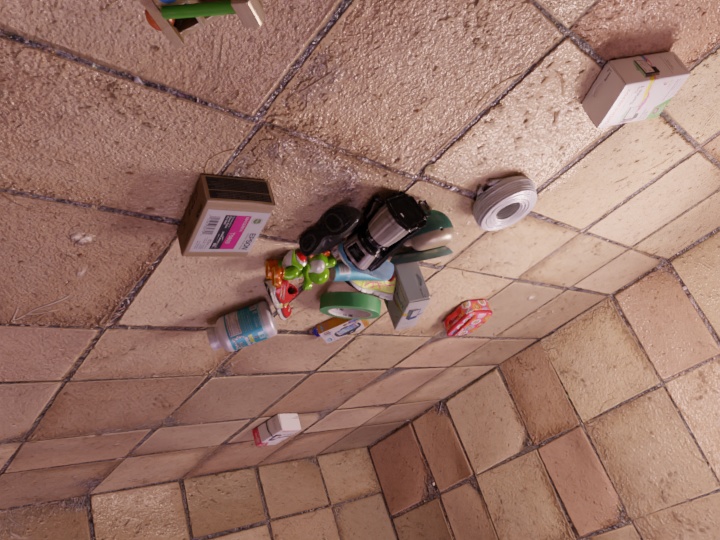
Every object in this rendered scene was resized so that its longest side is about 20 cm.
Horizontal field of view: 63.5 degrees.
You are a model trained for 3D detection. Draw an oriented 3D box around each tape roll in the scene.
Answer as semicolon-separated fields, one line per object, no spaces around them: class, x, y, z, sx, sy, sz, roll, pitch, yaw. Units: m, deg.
tape roll;-0.032;0.114;1.864;0.196;0.049;0.201;5;164;1

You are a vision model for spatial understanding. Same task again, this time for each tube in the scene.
tube;0.000;0.000;1.759;0.196;0.050;0.079;-4;104;-29

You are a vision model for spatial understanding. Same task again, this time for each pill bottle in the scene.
pill bottle;-0.358;0.174;1.749;0.196;0.112;0.111;-20;154;-4

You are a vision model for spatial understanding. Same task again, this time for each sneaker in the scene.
sneaker;0.032;0.028;1.834;0.197;0.078;0.092;17;99;-36
sneaker;0.004;-0.028;1.684;0.198;0.080;0.078;29;84;-36
sneaker;-0.070;-0.104;1.515;0.198;0.077;0.090;-30;163;31
sneaker;-0.222;0.082;1.726;0.084;0.078;0.201;-24;154;-7

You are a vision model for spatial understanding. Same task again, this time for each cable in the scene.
cable;0.425;-0.196;1.707;0.196;0.070;0.201;-16;153;-11

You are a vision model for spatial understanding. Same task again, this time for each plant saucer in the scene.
plant saucer;0.180;-0.048;1.751;0.196;0.028;0.200;-10;-175;1

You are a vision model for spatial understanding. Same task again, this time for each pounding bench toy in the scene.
pounding bench toy;-0.221;-0.369;0.747;0.154;0.203;0.124;-25;154;5

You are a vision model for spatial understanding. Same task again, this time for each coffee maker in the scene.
coffee maker;0.074;-0.097;1.550;0.190;0.137;0.200;7;142;-45

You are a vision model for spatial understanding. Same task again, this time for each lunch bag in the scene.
lunch bag;0.440;0.200;2.447;0.173;0.083;0.201;1;144;-31

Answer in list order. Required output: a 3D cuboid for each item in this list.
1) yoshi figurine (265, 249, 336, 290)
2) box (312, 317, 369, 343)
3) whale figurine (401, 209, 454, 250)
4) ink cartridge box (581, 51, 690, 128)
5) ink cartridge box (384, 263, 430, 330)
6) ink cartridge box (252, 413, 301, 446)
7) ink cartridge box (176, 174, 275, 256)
yoshi figurine;-0.160;0.007;1.611;0.196;0.115;0.112;-11;168;-25
box;-0.072;0.203;2.101;0.197;0.042;0.119;-26;153;2
whale figurine;0.184;-0.112;1.676;0.156;0.106;0.200;-12;177;-21
ink cartridge box;0.669;-0.441;1.423;0.196;0.085;0.146;-13;152;-16
ink cartridge box;0.149;0.084;1.928;0.086;0.147;0.201;-10;152;-20
ink cartridge box;-0.411;0.784;2.864;0.199;0.086;0.144;-36;151;25
ink cartridge box;-0.302;-0.115;1.298;0.162;0.076;0.200;0;145;-35
